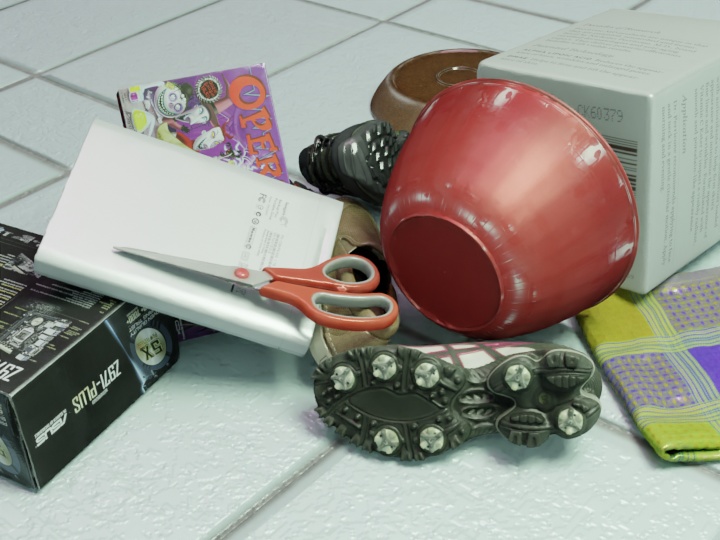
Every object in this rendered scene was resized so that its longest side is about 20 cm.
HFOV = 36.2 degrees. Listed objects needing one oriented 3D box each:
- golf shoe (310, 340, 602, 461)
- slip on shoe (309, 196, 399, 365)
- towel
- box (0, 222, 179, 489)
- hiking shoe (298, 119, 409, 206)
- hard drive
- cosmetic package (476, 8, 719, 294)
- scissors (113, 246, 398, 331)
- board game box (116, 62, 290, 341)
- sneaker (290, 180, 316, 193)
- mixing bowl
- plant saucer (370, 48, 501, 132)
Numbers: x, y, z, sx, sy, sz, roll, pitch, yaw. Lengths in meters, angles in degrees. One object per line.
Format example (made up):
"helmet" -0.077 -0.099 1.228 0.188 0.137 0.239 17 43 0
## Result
"golf shoe" 0.067 0.085 0.766 0.198 0.078 0.088 0 8 11
"slip on shoe" 0.000 0.000 0.865 0.076 0.061 0.201 32 32 -17
"towel" 0.247 0.062 0.807 0.142 0.023 0.201 -6 33 -4
"box" -0.264 0.052 0.819 0.198 0.087 0.164 14 37 26
"hiking shoe" -0.010 -0.090 0.992 0.100 0.077 0.200 -8 1 13
"hard drive" -0.120 -0.026 0.808 0.198 0.027 0.133 18 56 -8
"cosmetic package" 0.223 -0.110 0.919 0.164 0.166 0.199 20 35 41
"scissors" -0.071 0.010 0.766 0.198 0.014 0.074 4 43 -16
"board game box" -0.113 -0.054 0.873 0.119 0.202 0.032 -14 5 -17
"sneaker" -0.105 -0.035 0.954 0.198 0.087 0.074 10 28 -25
"mixing bowl" 0.088 -0.026 0.800 0.199 0.202 0.108 19 42 31
"plant saucer" 0.109 -0.200 1.210 0.198 0.035 0.201 -4 33 2
